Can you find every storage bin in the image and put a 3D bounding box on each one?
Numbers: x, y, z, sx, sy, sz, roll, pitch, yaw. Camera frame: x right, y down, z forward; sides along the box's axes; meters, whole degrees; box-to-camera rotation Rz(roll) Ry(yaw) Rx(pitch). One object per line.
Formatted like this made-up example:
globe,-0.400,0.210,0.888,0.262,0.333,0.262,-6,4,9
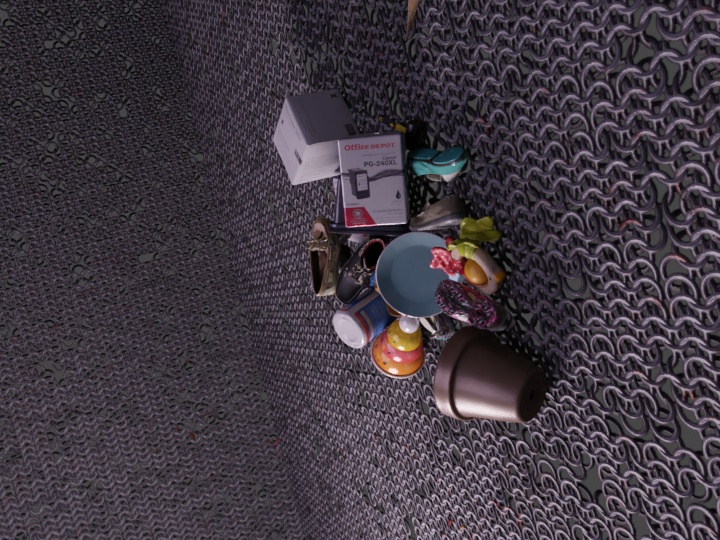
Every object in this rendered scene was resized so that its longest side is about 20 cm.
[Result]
storage bin,0.030,-0.163,1.605,0.146,0.200,0.135,-45,-41,-73

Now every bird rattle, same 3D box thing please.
bird rattle,0.225,-0.014,1.372,0.163,0.113,0.200,50,154,11

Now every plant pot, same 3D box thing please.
plant pot,0.274,0.229,1.330,0.174,0.200,0.201,16,120,42

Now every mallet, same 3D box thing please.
mallet,0.091,-0.327,1.545,0.200,0.041,0.066,-143,46,-60

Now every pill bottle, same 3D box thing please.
pill bottle,0.033,0.105,1.709,0.112,0.200,0.112,30,138,32

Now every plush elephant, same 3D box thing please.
plush elephant,-0.029,-0.010,1.751,0.165,0.155,0.200,52,-118,-82

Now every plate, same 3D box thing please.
plate,0.135,0.009,1.500,0.026,0.200,0.200,-51,-49,-76

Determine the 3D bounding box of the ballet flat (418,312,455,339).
ballet flat,0.159,0.080,1.600,0.200,0.072,0.072,64,154,23

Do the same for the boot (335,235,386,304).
boot,-0.001,-0.002,1.583,0.204,0.073,0.154,-59,4,6

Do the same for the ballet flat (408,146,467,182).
ballet flat,0.176,-0.224,1.403,0.070,0.067,0.200,57,164,-24

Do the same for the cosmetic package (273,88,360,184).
cosmetic package,-0.125,-0.369,1.822,0.165,0.165,0.200,65,154,17

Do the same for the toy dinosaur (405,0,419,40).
toy dinosaur,0.116,-0.556,1.265,0.058,0.101,0.200,49,145,44

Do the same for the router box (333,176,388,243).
router box,-0.001,-0.168,1.820,0.200,0.049,0.180,22,123,61

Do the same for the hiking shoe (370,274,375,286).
hiking shoe,0.026,0.055,1.849,0.074,0.087,0.200,53,148,39

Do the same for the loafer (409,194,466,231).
loafer,0.173,-0.126,1.457,0.200,0.075,0.070,-9,83,63

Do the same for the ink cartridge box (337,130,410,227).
ink cartridge box,0.031,-0.207,1.480,0.083,0.145,0.200,-57,-37,-73

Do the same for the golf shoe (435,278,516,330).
golf shoe,0.239,0.079,1.393,0.200,0.092,0.073,34,102,50

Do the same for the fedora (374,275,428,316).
fedora,0.093,0.011,1.593,0.201,0.082,0.201,-48,31,43

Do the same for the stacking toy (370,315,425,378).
stacking toy,0.107,0.166,1.656,0.146,0.146,0.200,59,155,31

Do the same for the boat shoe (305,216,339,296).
boat shoe,-0.096,-0.036,1.657,0.073,0.063,0.200,-8,91,38
